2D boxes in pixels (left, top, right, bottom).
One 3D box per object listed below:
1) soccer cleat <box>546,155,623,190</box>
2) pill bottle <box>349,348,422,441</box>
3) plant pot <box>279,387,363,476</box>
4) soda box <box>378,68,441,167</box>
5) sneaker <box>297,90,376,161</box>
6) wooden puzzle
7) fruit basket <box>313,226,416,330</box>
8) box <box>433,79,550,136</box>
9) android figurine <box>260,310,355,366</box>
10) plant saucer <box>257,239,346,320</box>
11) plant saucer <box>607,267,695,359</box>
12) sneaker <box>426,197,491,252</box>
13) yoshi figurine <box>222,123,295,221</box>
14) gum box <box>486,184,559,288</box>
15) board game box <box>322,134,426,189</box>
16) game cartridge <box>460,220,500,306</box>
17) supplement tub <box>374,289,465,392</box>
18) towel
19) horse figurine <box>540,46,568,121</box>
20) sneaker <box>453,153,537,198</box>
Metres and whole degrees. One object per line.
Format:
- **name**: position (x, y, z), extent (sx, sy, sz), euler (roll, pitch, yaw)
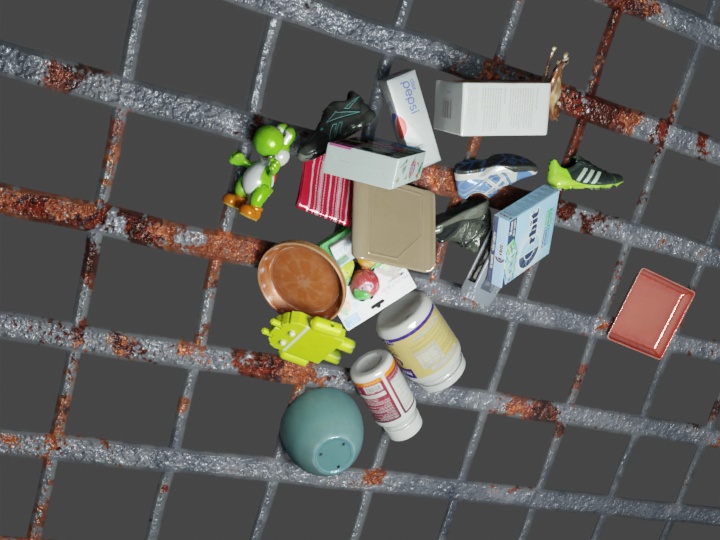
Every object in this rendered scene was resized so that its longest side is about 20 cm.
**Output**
- **soccer cleat**: position (0.529, -0.228, 1.650), extent (0.197, 0.067, 0.082), euler (-2, 94, -16)
- **pill bottle**: position (0.063, 0.291, 1.634), extent (0.109, 0.110, 0.201), euler (-30, 113, -6)
- **plant pot**: position (-0.075, 0.388, 1.607), extent (0.198, 0.135, 0.203), euler (-5, 108, -16)
- **soda box**: position (0.104, -0.317, 1.489), extent (0.068, 0.063, 0.202), euler (-23, 111, -9)
- **sneaker**: position (-0.060, -0.292, 1.435), extent (0.200, 0.075, 0.080), euler (-39, 103, -26)
- **wooden puzzle**: position (0.069, -0.098, 1.488), extent (0.198, 0.037, 0.187), euler (10, 73, -29)
- **fruit basket**: position (0.000, 0.000, 1.523), extent (0.184, 0.094, 0.201), euler (-31, 95, -6)
- **box**: position (0.273, -0.345, 1.485), extent (0.198, 0.152, 0.108), euler (-4, 107, -17)
- **android figurine**: position (-0.116, 0.148, 1.527), extent (0.198, 0.041, 0.182), euler (23, 140, -24)
- **plant saucer**: position (-0.122, 0.024, 1.490), extent (0.198, 0.032, 0.202), euler (10, 122, 16)
- **plant saucer**: position (0.747, 0.111, 1.833), extent (0.198, 0.037, 0.202), euler (21, 100, -22)
- **sneaker**: position (0.209, -0.078, 1.586), extent (0.198, 0.076, 0.115), euler (-23, 112, -10)
- **yoshi figurine**: position (-0.204, -0.209, 1.405), extent (0.112, 0.112, 0.201), euler (28, 93, -16)
- **gum box**: position (0.366, -0.079, 1.584), extent (0.199, 0.044, 0.172), euler (-29, 133, -36)
- **board game box**: position (0.032, -0.217, 1.397), extent (0.146, 0.200, 0.065), euler (17, 108, 16)
- **game cartridge**: position (0.309, -0.019, 1.623), extent (0.133, 0.041, 0.202), euler (20, 98, -59)
- **supplement tub**: position (0.139, 0.162, 1.600), extent (0.145, 0.145, 0.201), euler (-37, 113, -4)
- **towel**: position (-0.036, -0.166, 1.474), extent (0.198, 0.022, 0.146), euler (18, 67, -22)
- **horse figurine**: position (0.416, -0.401, 1.518), extent (0.049, 0.200, 0.134), euler (17, 100, 15)
- **sneaker**: position (0.302, -0.212, 1.585), extent (0.197, 0.076, 0.078), euler (-8, 122, -9)
